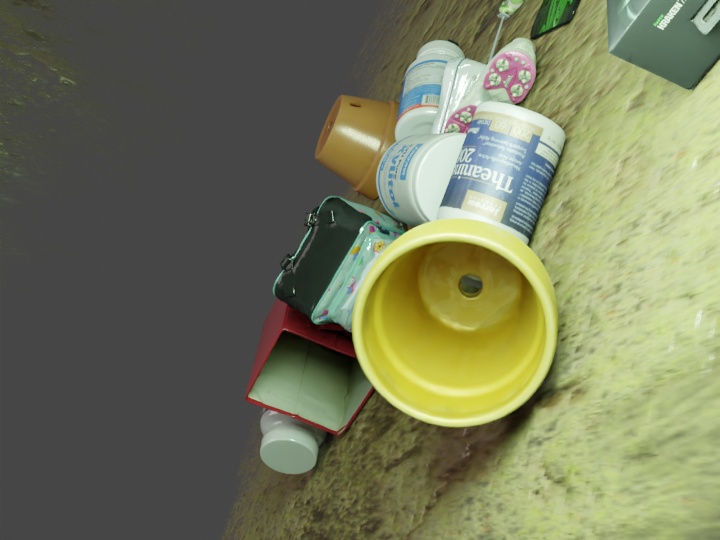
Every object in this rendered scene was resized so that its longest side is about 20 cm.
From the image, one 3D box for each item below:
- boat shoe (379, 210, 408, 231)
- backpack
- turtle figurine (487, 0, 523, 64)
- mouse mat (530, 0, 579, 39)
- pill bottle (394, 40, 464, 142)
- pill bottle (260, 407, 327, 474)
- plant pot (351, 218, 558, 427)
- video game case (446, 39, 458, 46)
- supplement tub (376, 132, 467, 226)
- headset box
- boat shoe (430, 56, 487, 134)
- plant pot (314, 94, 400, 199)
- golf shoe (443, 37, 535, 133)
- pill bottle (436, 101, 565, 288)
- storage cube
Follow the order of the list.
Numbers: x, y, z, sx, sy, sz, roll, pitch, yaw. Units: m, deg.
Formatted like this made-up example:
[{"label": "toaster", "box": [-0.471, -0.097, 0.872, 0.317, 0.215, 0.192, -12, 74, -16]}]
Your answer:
[{"label": "boat shoe", "box": [0.052, -0.001, 1.759, 0.066, 0.072, 0.201, 80, -175, -52]}, {"label": "backpack", "box": [0.000, 0.000, 1.607, 0.176, 0.153, 0.200, -63, -22, 8]}, {"label": "turtle figurine", "box": [0.193, -0.460, 1.733, 0.200, 0.144, 0.194, -56, 13, 34]}, {"label": "mouse mat", "box": [0.290, -0.417, 1.550, 0.161, 0.008, 0.201, -171, 102, -78]}, {"label": "pill bottle", "box": [0.119, -0.272, 1.806, 0.112, 0.112, 0.200, 124, 164, -45]}, {"label": "pill bottle", "box": [-0.106, 0.233, 1.917, 0.200, 0.116, 0.116, -81, 17, -45]}, {"label": "plant pot", "box": [0.106, 0.035, 1.179, 0.201, 0.200, 0.189, -64, -4, 19]}, {"label": "video game case", "box": [0.119, -0.287, 2.046, 0.181, 0.025, 0.200, 125, 161, -48]}, {"label": "supplement tub", "box": [0.105, -0.118, 1.528, 0.200, 0.132, 0.132, -160, 92, -75]}, {"label": "headset box", "box": [0.307, -0.292, 1.038, 0.174, 0.093, 0.200, 124, 163, -44]}, {"label": "boat shoe", "box": [0.147, -0.208, 1.664, 0.073, 0.067, 0.201, -17, -63, -50]}, {"label": "plant pot", "box": [-0.001, -0.257, 2.251, 0.200, 0.140, 0.201, -159, 90, -77]}, {"label": "golf shoe", "box": [0.185, -0.240, 1.587, 0.200, 0.075, 0.092, -50, 10, 42]}, {"label": "pill bottle", "box": [0.153, -0.083, 1.316, 0.111, 0.111, 0.201, 179, 112, -77]}, {"label": "storage cube", "box": [-0.060, 0.115, 1.787, 0.180, 0.171, 0.200, -81, 16, -50]}]
